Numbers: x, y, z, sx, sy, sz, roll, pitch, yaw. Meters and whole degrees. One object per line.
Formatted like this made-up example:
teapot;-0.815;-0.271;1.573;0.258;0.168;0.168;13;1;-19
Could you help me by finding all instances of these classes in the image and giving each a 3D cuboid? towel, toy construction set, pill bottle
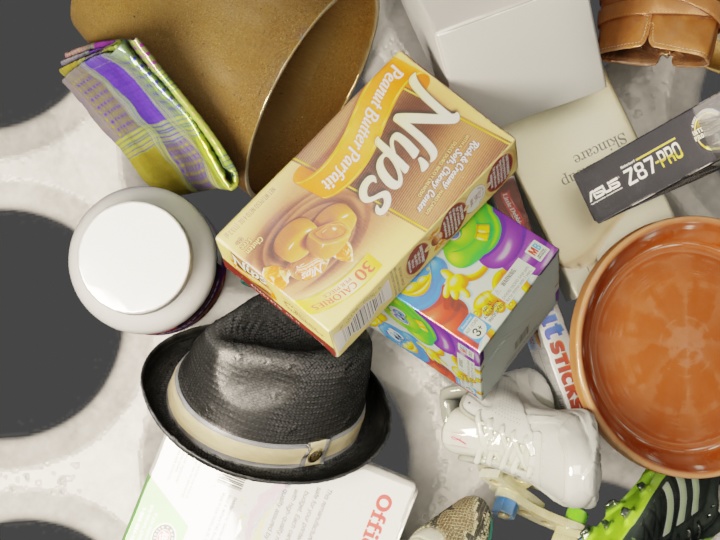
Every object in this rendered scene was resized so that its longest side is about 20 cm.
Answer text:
towel;-0.162;-0.112;1.690;0.023;0.200;0.144;-42;105;-15
toy construction set;0.125;0.247;1.747;0.131;0.092;0.200;10;80;25
pill bottle;-0.162;-0.006;1.694;0.111;0.200;0.111;0;88;0

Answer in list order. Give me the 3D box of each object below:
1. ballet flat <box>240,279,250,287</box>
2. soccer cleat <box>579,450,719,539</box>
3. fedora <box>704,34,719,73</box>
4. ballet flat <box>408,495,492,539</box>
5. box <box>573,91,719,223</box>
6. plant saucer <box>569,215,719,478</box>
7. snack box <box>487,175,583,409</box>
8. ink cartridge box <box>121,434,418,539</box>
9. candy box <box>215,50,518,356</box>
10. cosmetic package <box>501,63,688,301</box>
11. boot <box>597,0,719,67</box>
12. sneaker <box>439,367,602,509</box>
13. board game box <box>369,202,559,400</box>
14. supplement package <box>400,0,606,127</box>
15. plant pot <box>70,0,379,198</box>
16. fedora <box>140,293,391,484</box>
ballet flat;0.000;0.000;1.763;0.200;0.067;0.062;14;78;0
soccer cleat;0.234;0.192;1.717;0.081;0.068;0.200;49;52;-6
fedora;0.319;-0.251;1.760;0.201;0.082;0.201;0;88;1
ballet flat;0.037;0.260;1.694;0.075;0.068;0.200;24;88;-38
box;0.279;-0.107;1.673;0.200;0.161;0.049;-23;87;-43
plant saucer;0.251;0.058;1.705;0.200;0.032;0.200;1;88;-19
snack box;0.138;0.026;1.756;0.024;0.072;0.200;-19;88;-6
ink cartridge box;-0.072;0.196;1.745;0.200;0.084;0.145;22;88;1
candy box;0.006;-0.049;1.611;0.115;0.055;0.200;39;75;19
cosmetic package;0.168;-0.086;1.761;0.104;0.073;0.200;-27;87;-2
boot;0.199;-0.234;1.724;0.200;0.074;0.155;6;77;35
sneaker;0.115;0.133;1.687;0.099;0.200;0.078;-3;104;-18
board game box;0.039;-0.011;1.679;0.200;0.103;0.105;33;73;17
supplement package;0.093;-0.222;1.695;0.120;0.121;0.200;-20;50;-1
plant pot;-0.118;-0.181;1.725;0.200;0.186;0.186;29;88;14
fedora;-0.063;0.073;1.692;0.201;0.201;0.092;21;125;1
